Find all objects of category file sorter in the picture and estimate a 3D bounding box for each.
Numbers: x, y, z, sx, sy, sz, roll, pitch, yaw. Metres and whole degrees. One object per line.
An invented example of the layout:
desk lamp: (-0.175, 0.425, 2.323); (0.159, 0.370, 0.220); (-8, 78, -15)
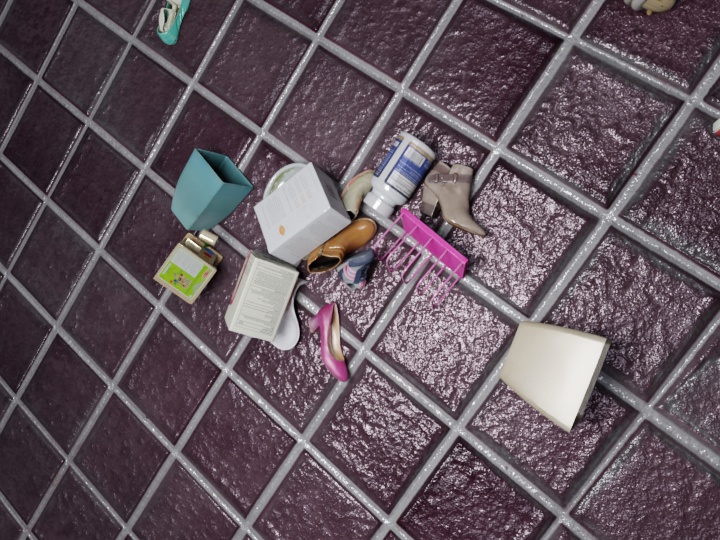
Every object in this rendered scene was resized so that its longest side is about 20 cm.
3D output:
file sorter: (0.143, -0.023, 1.245); (0.200, 0.139, 0.126); (41, 85, 16)

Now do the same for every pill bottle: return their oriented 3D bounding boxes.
pill bottle: (0.095, -0.239, 1.302); (0.110, 0.111, 0.201); (37, 99, 17)

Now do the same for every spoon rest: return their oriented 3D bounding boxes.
spoon rest: (-0.199, 0.120, 1.413); (0.098, 0.061, 0.203); (16, 91, 19)

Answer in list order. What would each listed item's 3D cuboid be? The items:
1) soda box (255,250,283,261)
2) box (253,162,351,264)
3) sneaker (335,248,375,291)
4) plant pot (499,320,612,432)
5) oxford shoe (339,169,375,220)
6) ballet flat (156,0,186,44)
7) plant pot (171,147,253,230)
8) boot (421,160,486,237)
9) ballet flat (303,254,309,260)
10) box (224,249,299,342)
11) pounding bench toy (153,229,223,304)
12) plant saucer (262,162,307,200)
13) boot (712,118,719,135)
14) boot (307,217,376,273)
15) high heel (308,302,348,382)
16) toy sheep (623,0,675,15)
soda box: (-0.293, 0.051, 1.447); (0.067, 0.064, 0.203); (24, 95, 19)
box: (-0.149, -0.141, 1.297); (0.199, 0.106, 0.154); (-33, 61, 18)
sneaker: (0.000, 0.000, 1.298); (0.069, 0.200, 0.083); (-26, 89, -20)
plant pot: (0.424, 0.210, 1.129); (0.175, 0.199, 0.203); (22, 94, 29)
oxford shoe: (-0.018, -0.176, 1.344); (0.200, 0.071, 0.074); (-49, 51, 1)
ballet flat: (-0.582, -0.811, 1.591); (0.066, 0.070, 0.203); (19, 93, 19)
plant pot: (-0.446, -0.220, 1.479); (0.200, 0.141, 0.142); (-47, 74, 19)
boot: (0.245, -0.184, 1.271); (0.198, 0.070, 0.148); (25, 93, 18)
ballet flat: (-0.118, -0.121, 1.397); (0.066, 0.057, 0.202); (29, 97, 10)
box: (-0.263, 0.066, 1.354); (0.126, 0.109, 0.203); (20, 95, -26)
pounding bench toy: (-0.462, -0.041, 1.456); (0.124, 0.156, 0.201); (36, 100, -16)
plant saucer: (-0.180, -0.194, 1.419); (0.197, 0.050, 0.204); (-6, 77, 25)
boot: (0.858, -0.283, 1.062); (0.197, 0.072, 0.147); (-15, 84, 14)
boot: (-0.049, -0.062, 1.309); (0.197, 0.156, 0.078); (-21, 104, 9)
high heel: (-0.063, 0.189, 1.359); (0.096, 0.067, 0.202); (-38, 63, 24)
toy sheep: (0.631, -0.663, 1.131); (0.137, 0.138, 0.202); (-30, 82, 15)
